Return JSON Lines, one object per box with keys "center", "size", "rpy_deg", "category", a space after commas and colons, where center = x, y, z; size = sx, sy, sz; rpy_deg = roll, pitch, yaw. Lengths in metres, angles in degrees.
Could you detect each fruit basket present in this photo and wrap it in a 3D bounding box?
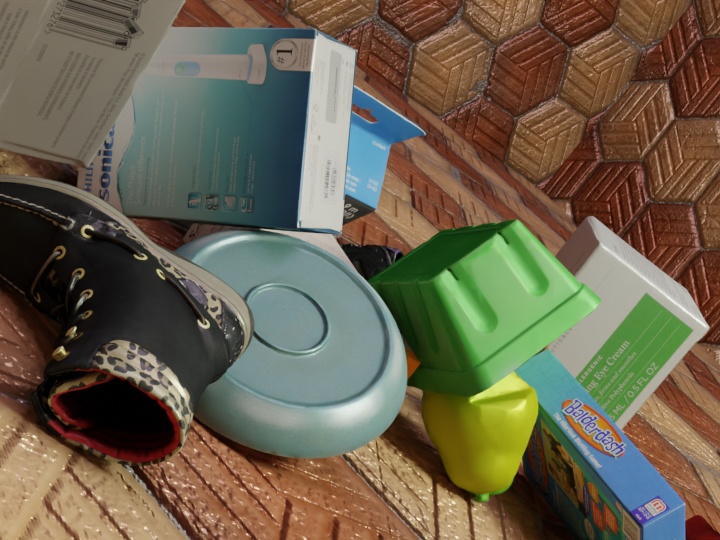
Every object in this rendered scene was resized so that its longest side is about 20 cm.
{"center": [0.103, 0.075, 1.025], "size": [0.216, 0.155, 0.216], "rpy_deg": [50, -18, 22], "category": "fruit basket"}

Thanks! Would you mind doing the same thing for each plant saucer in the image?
{"center": [-0.054, 0.040, 0.865], "size": [0.198, 0.028, 0.201], "rpy_deg": [15, 43, -15], "category": "plant saucer"}

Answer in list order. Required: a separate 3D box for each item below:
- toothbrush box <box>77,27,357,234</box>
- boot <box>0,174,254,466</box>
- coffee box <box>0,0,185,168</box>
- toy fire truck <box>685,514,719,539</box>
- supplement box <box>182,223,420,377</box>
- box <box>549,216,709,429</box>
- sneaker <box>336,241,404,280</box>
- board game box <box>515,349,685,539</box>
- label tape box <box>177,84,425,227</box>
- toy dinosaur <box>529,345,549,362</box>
{"center": [-0.113, -0.108, 0.962], "size": [0.198, 0.148, 0.085], "rpy_deg": [4, -1, 22], "category": "toothbrush box"}
{"center": [-0.166, 0.023, 0.720], "size": [0.202, 0.074, 0.154], "rpy_deg": [28, 23, -4], "category": "boot"}
{"center": [-0.249, -0.225, 0.844], "size": [0.199, 0.200, 0.199], "rpy_deg": [11, 48, -33], "category": "coffee box"}
{"center": [0.353, 0.312, 1.110], "size": [0.169, 0.112, 0.200], "rpy_deg": [60, -2, -32], "category": "toy fire truck"}
{"center": [-0.053, 0.023, 1.024], "size": [0.126, 0.074, 0.200], "rpy_deg": [27, 19, -39], "category": "supplement box"}
{"center": [0.292, 0.071, 1.535], "size": [0.171, 0.200, 0.200], "rpy_deg": [38, 13, -1], "category": "box"}
{"center": [0.000, 0.000, 1.218], "size": [0.200, 0.088, 0.076], "rpy_deg": [43, 14, 18], "category": "sneaker"}
{"center": [0.204, 0.187, 1.071], "size": [0.200, 0.045, 0.153], "rpy_deg": [52, -18, 45], "category": "board game box"}
{"center": [-0.056, -0.087, 1.116], "size": [0.143, 0.199, 0.067], "rpy_deg": [23, 53, -51], "category": "label tape box"}
{"center": [0.112, 0.065, 1.189], "size": [0.060, 0.107, 0.200], "rpy_deg": [-5, -5, -19], "category": "toy dinosaur"}
